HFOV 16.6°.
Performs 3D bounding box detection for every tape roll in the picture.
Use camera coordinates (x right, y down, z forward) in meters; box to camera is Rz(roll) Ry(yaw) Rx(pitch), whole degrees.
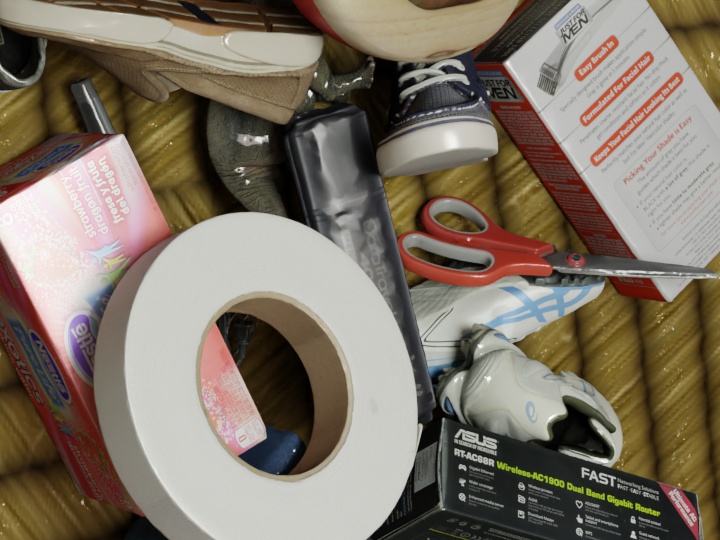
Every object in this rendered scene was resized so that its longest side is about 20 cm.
[{"bbox_3d":[-0.055,0.068,1.373,0.202,0.037,0.204,14,67,-35],"label":"tape roll"}]

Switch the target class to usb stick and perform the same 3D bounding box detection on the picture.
[{"bbox_3d":[0.000,0.000,1.464,0.055,0.033,0.201,-18,101,-22],"label":"usb stick"}]

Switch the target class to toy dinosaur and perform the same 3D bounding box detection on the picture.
[{"bbox_3d":[-0.053,-0.095,1.491,0.102,0.077,0.201,15,91,-16],"label":"toy dinosaur"}]

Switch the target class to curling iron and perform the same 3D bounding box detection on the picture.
[{"bbox_3d":[-0.121,-0.026,1.470,0.049,0.026,0.201,-25,103,14],"label":"curling iron"}]

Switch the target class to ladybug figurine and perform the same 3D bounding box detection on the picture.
[{"bbox_3d":[0.019,-0.186,1.421,0.199,0.072,0.137,-12,94,-48],"label":"ladybug figurine"}]

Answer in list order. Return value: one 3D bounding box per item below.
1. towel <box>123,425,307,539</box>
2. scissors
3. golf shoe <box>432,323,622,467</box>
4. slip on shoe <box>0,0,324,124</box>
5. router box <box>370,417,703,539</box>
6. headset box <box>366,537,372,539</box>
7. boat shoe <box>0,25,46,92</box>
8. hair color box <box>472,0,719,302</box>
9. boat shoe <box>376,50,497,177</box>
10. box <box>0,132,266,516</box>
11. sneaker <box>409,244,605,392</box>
[{"bbox_3d":[-0.107,0.177,1.443,0.200,0.111,0.049,-50,117,-16],"label":"towel"},{"bbox_3d":[0.121,-0.001,1.540,0.199,0.014,0.073,16,42,8],"label":"scissors"},{"bbox_3d":[0.126,0.106,1.543,0.200,0.097,0.079,28,94,-54],"label":"golf shoe"},{"bbox_3d":[-0.117,-0.124,1.389,0.199,0.076,0.061,4,113,-31],"label":"slip on shoe"},{"bbox_3d":[0.089,0.166,1.520,0.199,0.150,0.062,19,57,-27],"label":"router box"},{"bbox_3d":[-0.022,0.262,1.455,0.200,0.093,0.174,-38,113,13],"label":"headset box"},{"bbox_3d":[-0.217,-0.200,1.392,0.070,0.064,0.201,-21,102,-25],"label":"boat shoe"},{"bbox_3d":[0.168,-0.091,1.601,0.111,0.064,0.200,-43,112,-18],"label":"hair color box"},{"bbox_3d":[0.040,-0.107,1.472,0.074,0.200,0.093,-11,91,1],"label":"boat shoe"},{"bbox_3d":[-0.149,0.029,1.419,0.094,0.102,0.201,-32,107,-23],"label":"box"},{"bbox_3d":[0.069,0.033,1.559,0.199,0.072,0.073,-19,123,-28],"label":"sneaker"}]
